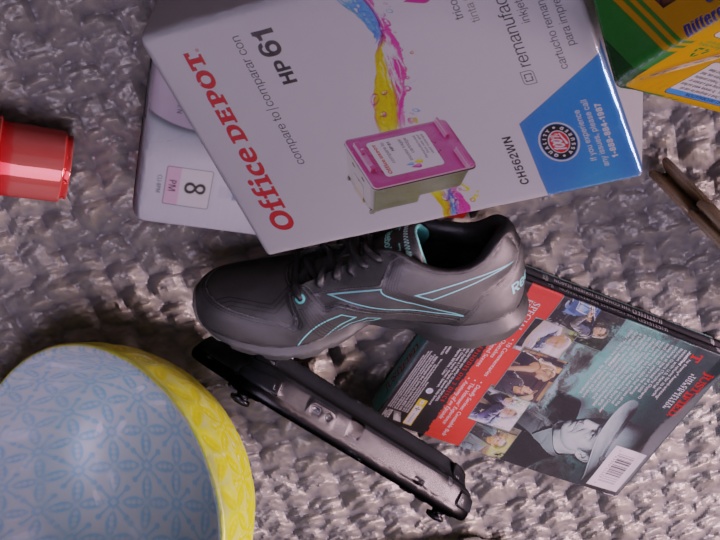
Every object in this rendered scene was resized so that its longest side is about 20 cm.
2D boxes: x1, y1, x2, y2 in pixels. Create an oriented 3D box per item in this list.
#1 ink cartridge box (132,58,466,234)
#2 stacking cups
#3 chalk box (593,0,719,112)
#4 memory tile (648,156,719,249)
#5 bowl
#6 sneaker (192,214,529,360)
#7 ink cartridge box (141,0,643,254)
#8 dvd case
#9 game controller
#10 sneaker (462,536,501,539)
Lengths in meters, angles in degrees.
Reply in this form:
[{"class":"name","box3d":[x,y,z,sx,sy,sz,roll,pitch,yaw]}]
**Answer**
[{"class":"ink cartridge box","box3d":[-0.017,-0.092,0.781,0.199,0.057,0.163,9,126,-7]},{"class":"stacking cups","box3d":[-0.257,-0.068,0.761,0.199,0.061,0.061,8,126,-12]},{"class":"chalk box","box3d":[0.163,-0.181,0.588,0.125,0.201,0.124,7,155,-41]},{"class":"memory tile","box3d":[0.254,0.019,0.833,0.017,0.153,0.200,-45,122,11]},{"class":"bowl","box3d":[-0.136,0.138,0.892,0.200,0.200,0.108,-46,162,26]},{"class":"sneaker","box3d":[0.000,0.000,0.829,0.199,0.076,0.079,-4,138,-3]},{"class":"ink cartridge box","box3d":[0.019,-0.100,0.670,0.199,0.085,0.145,-11,131,22]},{"class":"dvd case","box3d":[0.127,0.073,0.942,0.199,0.022,0.146,20,123,-19]},{"class":"game controller","box3d":[-0.017,0.101,0.900,0.200,0.104,0.042,35,75,-28]},{"class":"sneaker","box3d":[0.019,0.247,1.019,0.199,0.091,0.067,-8,124,-1]}]
